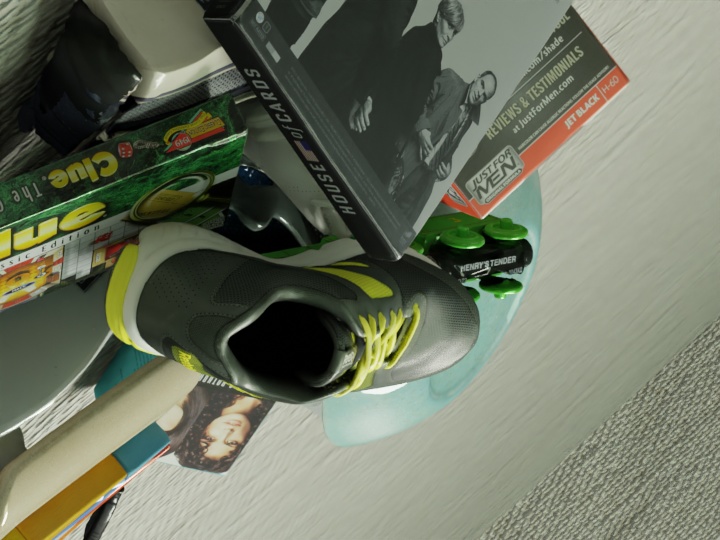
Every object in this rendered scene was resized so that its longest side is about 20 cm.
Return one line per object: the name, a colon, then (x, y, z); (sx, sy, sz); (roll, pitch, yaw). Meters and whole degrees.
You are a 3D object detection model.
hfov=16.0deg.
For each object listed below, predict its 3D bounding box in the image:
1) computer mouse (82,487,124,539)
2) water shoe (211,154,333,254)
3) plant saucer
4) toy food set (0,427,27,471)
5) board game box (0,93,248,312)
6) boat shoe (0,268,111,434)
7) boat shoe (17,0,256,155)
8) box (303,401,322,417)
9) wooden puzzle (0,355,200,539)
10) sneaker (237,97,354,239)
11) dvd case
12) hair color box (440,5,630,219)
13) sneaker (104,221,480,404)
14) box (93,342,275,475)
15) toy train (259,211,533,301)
computer mouse: (-0.220, 0.190, 1.570); (0.140, 0.046, 0.201); (-19, 139, -56)
water shoe: (-0.039, 0.010, 1.332); (0.071, 0.079, 0.200); (-25, 136, 16)
plant saucer: (0.051, 0.015, 1.374); (0.201, 0.039, 0.201); (-50, 158, -29)
toy food set: (-0.218, 0.120, 1.305); (0.143, 0.060, 0.200); (-42, 167, -18)
board game box: (-0.145, -0.011, 1.074); (0.199, 0.024, 0.105); (-23, 162, -15)
boat shoe: (-0.142, 0.010, 1.168); (0.200, 0.072, 0.066); (-48, -177, -18)
boat shoe: (-0.065, -0.102, 1.116); (0.200, 0.075, 0.093); (-23, 163, -44)
box: (0.019, -0.009, 1.535); (0.117, 0.060, 0.200); (-55, -175, 37)
wooden puzzle: (-0.174, 0.136, 1.322); (0.200, 0.037, 0.185); (-47, 174, 35)
sneaker: (-0.023, -0.058, 1.212); (0.075, 0.089, 0.200); (-31, -169, 0)
dvd case: (0.027, -0.128, 1.111); (0.200, 0.025, 0.150); (-56, 132, -25)
hair color box: (0.044, -0.092, 1.282); (0.101, 0.061, 0.200); (-42, -162, -6)
sneaker: (-0.017, 0.031, 1.125); (0.199, 0.085, 0.075); (4, 111, -41)
box: (-0.071, 0.028, 1.438); (0.082, 0.049, 0.200); (14, 130, -26)
toy train: (0.000, 0.000, 1.230); (0.199, 0.056, 0.042); (-10, 112, -40)
